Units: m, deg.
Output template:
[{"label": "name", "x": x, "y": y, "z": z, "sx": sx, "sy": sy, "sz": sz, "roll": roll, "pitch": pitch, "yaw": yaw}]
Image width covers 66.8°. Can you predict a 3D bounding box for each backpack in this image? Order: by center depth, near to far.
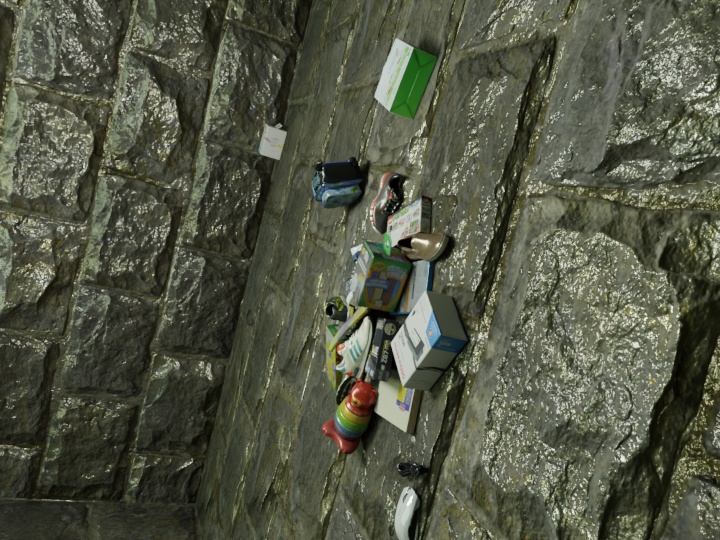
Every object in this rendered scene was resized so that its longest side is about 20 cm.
[{"label": "backpack", "x": -0.093, "y": -0.317, "z": 2.048, "sx": 0.200, "sy": 0.179, "sz": 0.151, "roll": 151, "pitch": 107, "yaw": -71}]

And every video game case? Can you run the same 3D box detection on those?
[{"label": "video game case", "x": 0.142, "y": 0.050, "z": 1.539, "sx": 0.199, "sy": 0.017, "sz": 0.147, "roll": -14, "pitch": 67, "yaw": 64}]

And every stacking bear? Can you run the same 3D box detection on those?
[{"label": "stacking bear", "x": -0.016, "y": 0.414, "z": 1.605, "sx": 0.121, "sy": 0.113, "sz": 0.203, "roll": 37, "pitch": 120, "yaw": 24}]

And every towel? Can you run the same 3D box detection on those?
[{"label": "towel", "x": -0.019, "y": 0.153, "z": 1.665, "sx": 0.201, "sy": 0.023, "sz": 0.144, "roll": -49, "pitch": 3, "yaw": 21}]

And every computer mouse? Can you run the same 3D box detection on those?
[{"label": "computer mouse", "x": 0.113, "y": 0.569, "z": 1.327, "sx": 0.109, "sy": 0.043, "sz": 0.205, "roll": -18, "pitch": 63, "yaw": 62}]

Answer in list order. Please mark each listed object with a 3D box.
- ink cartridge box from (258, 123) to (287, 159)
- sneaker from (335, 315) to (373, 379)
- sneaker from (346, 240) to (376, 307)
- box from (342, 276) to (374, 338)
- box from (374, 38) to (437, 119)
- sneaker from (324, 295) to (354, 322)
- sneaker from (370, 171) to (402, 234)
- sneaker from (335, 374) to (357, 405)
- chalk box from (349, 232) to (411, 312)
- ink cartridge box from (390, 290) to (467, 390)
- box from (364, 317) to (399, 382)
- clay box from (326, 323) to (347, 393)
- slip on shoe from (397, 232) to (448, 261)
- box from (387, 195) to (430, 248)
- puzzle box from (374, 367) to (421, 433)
[{"label": "ink cartridge box", "x": -0.536, "y": -0.804, "z": 3.348, "sx": 0.129, "sy": 0.123, "sz": 0.204, "roll": 48, "pitch": 123, "yaw": 62}, {"label": "sneaker", "x": -0.020, "y": 0.223, "z": 1.607, "sx": 0.071, "sy": 0.091, "sz": 0.204, "roll": -84, "pitch": 7, "yaw": -69}, {"label": "sneaker", "x": 0.000, "y": 0.000, "z": 1.736, "sx": 0.201, "sy": 0.080, "sz": 0.147, "roll": -51, "pitch": 49, "yaw": 9}, {"label": "box", "x": -0.005, "y": 0.113, "z": 1.810, "sx": 0.160, "sy": 0.043, "sz": 0.205, "roll": -30, "pitch": 53, "yaw": 59}, {"label": "box", "x": 0.139, "y": -0.620, "z": 1.763, "sx": 0.177, "sy": 0.095, "sz": 0.203, "roll": -118, "pitch": 45, "yaw": -56}, {"label": "sneaker", "x": -0.086, "y": 0.123, "z": 1.831, "sx": 0.199, "sy": 0.083, "sz": 0.076, "roll": 17, "pitch": 94, "yaw": 67}, {"label": "sneaker", "x": 0.088, "y": -0.215, "z": 1.721, "sx": 0.081, "sy": 0.076, "sz": 0.205, "roll": 9, "pitch": 88, "yaw": 60}, {"label": "sneaker", "x": -0.029, "y": 0.336, "z": 1.748, "sx": 0.089, "sy": 0.075, "sz": 0.204, "roll": -134, "pitch": 63, "yaw": -77}, {"label": "chalk box", "x": 0.061, "y": -0.003, "z": 1.570, "sx": 0.125, "sy": 0.121, "sz": 0.204, "roll": -117, "pitch": 43, "yaw": -62}, {"label": "ink cartridge box", "x": 0.164, "y": 0.176, "z": 1.347, "sx": 0.146, "sy": 0.082, "sz": 0.202, "roll": -105, "pitch": 34, "yaw": -46}, {"label": "box", "x": 0.058, "y": 0.218, "z": 1.538, "sx": 0.200, "sy": 0.048, "sz": 0.165, "roll": 154, "pitch": 126, "yaw": -83}, {"label": "clay box", "x": -0.081, "y": 0.299, "z": 1.846, "sx": 0.115, "sy": 0.046, "sz": 0.205, "roll": -135, "pitch": 42, "yaw": -63}, {"label": "slip on shoe", "x": 0.165, "y": -0.071, "z": 1.474, "sx": 0.077, "sy": 0.060, "sz": 0.199, "roll": -62, "pitch": 19, "yaw": -9}, {"label": "box", "x": 0.139, "y": -0.133, "z": 1.609, "sx": 0.199, "sy": 0.034, "sz": 0.113, "roll": -27, "pitch": 54, "yaw": 61}, {"label": "puzzle box", "x": 0.101, "y": 0.345, "z": 1.482, "sx": 0.199, "sy": 0.025, "sz": 0.137, "roll": 7, "pitch": 84, "yaw": 67}]
